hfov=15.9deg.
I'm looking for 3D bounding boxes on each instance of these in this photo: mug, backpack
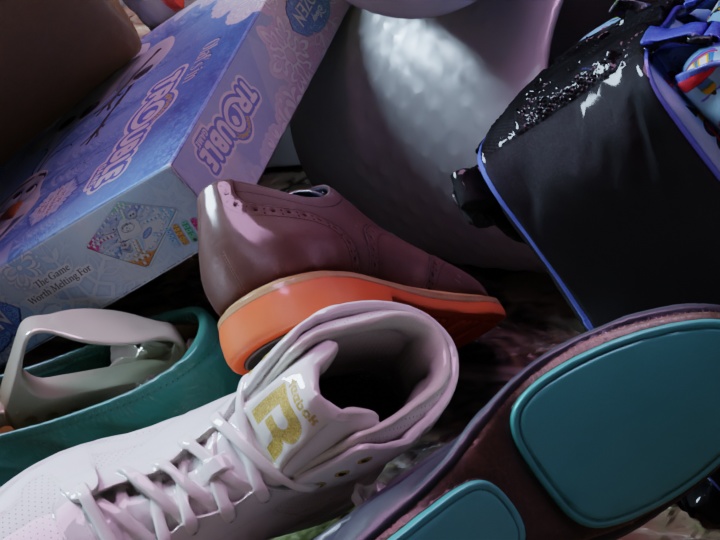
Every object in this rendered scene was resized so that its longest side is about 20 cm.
[{"bbox_3d":[0.077,-0.071,1.179,0.175,0.149,0.199,0,-4,43],"label":"mug"},{"bbox_3d":[0.151,-0.030,0.979,0.134,0.183,0.200,-35,5,29],"label":"backpack"}]

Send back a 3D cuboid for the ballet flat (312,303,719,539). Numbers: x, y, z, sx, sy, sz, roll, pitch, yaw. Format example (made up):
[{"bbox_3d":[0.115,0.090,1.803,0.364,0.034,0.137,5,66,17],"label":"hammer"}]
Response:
[{"bbox_3d":[0.051,0.074,0.887,0.199,0.073,0.073,-35,30,-13],"label":"ballet flat"}]

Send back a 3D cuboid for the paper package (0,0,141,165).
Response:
[{"bbox_3d":[-0.220,-0.115,1.099,0.190,0.200,0.104,-38,62,3],"label":"paper package"}]

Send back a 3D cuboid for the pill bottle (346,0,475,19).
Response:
[{"bbox_3d":[0.012,-0.180,1.113,0.103,0.105,0.200,-9,19,-3],"label":"pill bottle"}]

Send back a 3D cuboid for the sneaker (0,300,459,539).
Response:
[{"bbox_3d":[-0.055,0.067,0.899,0.199,0.074,0.116,-26,-14,-36],"label":"sneaker"}]

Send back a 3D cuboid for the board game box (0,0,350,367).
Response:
[{"bbox_3d":[-0.111,-0.042,1.122,0.198,0.043,0.200,-28,22,30],"label":"board game box"}]

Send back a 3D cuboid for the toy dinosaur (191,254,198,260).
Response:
[{"bbox_3d":[-0.099,-0.015,1.216,0.101,0.058,0.200,-27,19,-6],"label":"toy dinosaur"}]

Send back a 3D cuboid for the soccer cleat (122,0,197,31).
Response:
[{"bbox_3d":[-0.062,-0.125,1.265,0.077,0.070,0.199,-5,-12,38],"label":"soccer cleat"}]

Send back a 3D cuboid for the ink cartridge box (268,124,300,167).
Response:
[{"bbox_3d":[0.017,-0.090,1.352,0.198,0.039,0.100,-2,23,11],"label":"ink cartridge box"}]

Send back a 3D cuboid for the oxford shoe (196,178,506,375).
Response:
[{"bbox_3d":[0.000,0.000,1.017,0.071,0.073,0.200,-28,-16,18],"label":"oxford shoe"}]

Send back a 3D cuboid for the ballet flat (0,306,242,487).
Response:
[{"bbox_3d":[-0.143,0.053,1.025,0.199,0.071,0.067,-14,24,-13],"label":"ballet flat"}]
